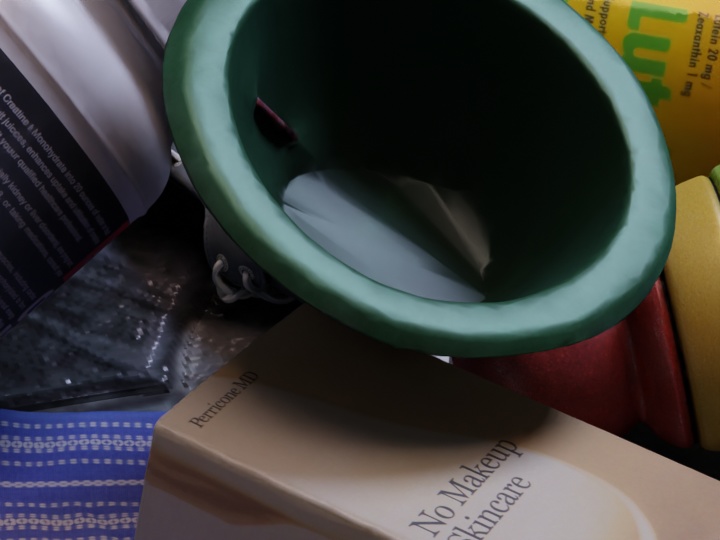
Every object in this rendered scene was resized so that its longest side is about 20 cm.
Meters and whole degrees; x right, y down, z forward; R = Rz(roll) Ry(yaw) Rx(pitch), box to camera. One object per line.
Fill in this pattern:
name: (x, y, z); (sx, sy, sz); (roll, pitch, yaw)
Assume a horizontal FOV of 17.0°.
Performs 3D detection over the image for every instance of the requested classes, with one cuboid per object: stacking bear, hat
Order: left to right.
hat: (0.000, 0.000, 0.808); (0.199, 0.176, 0.166); (-17, 64, -35)
stacking bear: (0.128, 0.015, 0.840); (0.199, 0.122, 0.114); (-14, 0, 4)

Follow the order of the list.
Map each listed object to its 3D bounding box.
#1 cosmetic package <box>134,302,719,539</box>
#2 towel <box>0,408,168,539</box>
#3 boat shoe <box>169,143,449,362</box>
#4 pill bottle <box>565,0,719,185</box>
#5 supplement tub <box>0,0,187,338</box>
cosmetic package: (0.040, 0.092, 0.730); (0.199, 0.071, 0.105); (23, 31, 17)
towel: (-0.079, 0.101, 0.764); (0.144, 0.024, 0.200); (1, 32, -9)
boat shoe: (-0.030, -0.011, 0.934); (0.062, 0.073, 0.200); (-41, 47, 5)
pill bottle: (0.152, -0.083, 1.007); (0.199, 0.112, 0.111); (11, 32, 9)
supplement tub: (-0.153, -0.041, 0.801); (0.200, 0.141, 0.140); (-41, 46, -8)
